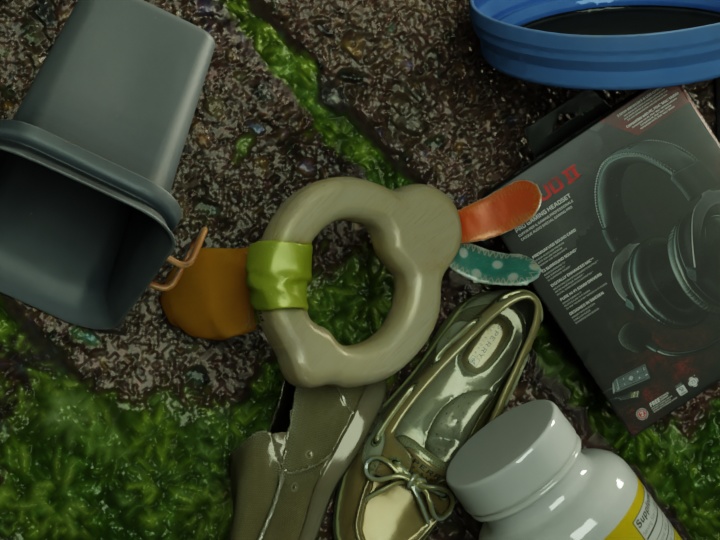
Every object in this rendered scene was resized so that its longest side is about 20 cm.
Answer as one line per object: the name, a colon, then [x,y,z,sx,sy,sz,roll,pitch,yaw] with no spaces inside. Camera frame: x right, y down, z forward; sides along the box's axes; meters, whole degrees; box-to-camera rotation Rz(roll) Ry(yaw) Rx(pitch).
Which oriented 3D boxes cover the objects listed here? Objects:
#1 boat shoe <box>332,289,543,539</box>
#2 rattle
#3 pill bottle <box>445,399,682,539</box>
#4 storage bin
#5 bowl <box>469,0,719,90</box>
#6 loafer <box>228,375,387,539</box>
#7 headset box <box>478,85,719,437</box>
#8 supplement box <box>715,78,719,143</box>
boat shoe: [0.050,0.099,1.298,0.073,0.063,0.201,37,76,-7]
rattle: [0.000,0.000,1.287,0.200,0.143,0.130,-31,87,-33]
pill bottle: [0.141,0.180,1.266,0.111,0.111,0.200,-41,104,-18]
storage bin: [-0.151,-0.067,1.214,0.145,0.200,0.135,25,65,-10]
bowl: [0.170,-0.160,1.318,0.200,0.201,0.040,-12,113,-17]
loafer: [-0.054,0.136,1.264,0.067,0.076,0.200,31,64,-7]
headset box: [0.181,-0.021,1.321,0.149,0.077,0.200,-33,91,10]
supplement box: [0.350,-0.117,1.399,0.199,0.103,0.102,4,78,-13]
